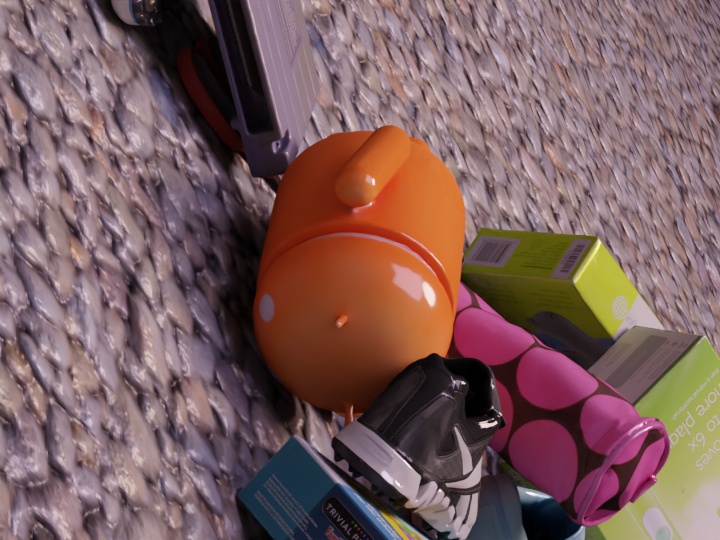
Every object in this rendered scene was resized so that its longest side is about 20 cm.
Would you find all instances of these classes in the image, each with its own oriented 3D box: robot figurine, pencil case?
[{"bbox_3d":[0.000,-0.002,1.432,0.116,0.144,0.201,36,33,-19],"label":"robot figurine"},{"bbox_3d":[0.093,0.074,1.507,0.200,0.091,0.094,38,-10,33],"label":"pencil case"}]

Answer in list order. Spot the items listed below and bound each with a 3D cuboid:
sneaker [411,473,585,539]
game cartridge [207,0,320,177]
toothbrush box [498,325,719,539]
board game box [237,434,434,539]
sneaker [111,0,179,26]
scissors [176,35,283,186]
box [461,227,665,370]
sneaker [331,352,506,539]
[{"bbox_3d":[0.112,0.179,1.554,0.200,0.082,0.074,36,35,-53],"label":"sneaker"},{"bbox_3d":[-0.067,-0.171,1.495,0.130,0.038,0.201,-83,161,-64],"label":"game cartridge"},{"bbox_3d":[0.211,0.161,1.720,0.086,0.146,0.201,9,-44,59],"label":"toothbrush box"},{"bbox_3d":[0.040,0.182,1.324,0.151,0.047,0.200,45,3,41],"label":"board game box"},{"bbox_3d":[-0.130,-0.222,1.486,0.072,0.072,0.201,85,7,-54],"label":"sneaker"},{"bbox_3d":[-0.052,-0.057,1.539,0.201,0.014,0.073,58,18,-20],"label":"scissors"},{"bbox_3d":[0.167,0.053,1.811,0.200,0.122,0.048,51,62,-32],"label":"box"},{"bbox_3d":[0.046,0.093,1.376,0.066,0.091,0.200,38,-3,18],"label":"sneaker"}]
